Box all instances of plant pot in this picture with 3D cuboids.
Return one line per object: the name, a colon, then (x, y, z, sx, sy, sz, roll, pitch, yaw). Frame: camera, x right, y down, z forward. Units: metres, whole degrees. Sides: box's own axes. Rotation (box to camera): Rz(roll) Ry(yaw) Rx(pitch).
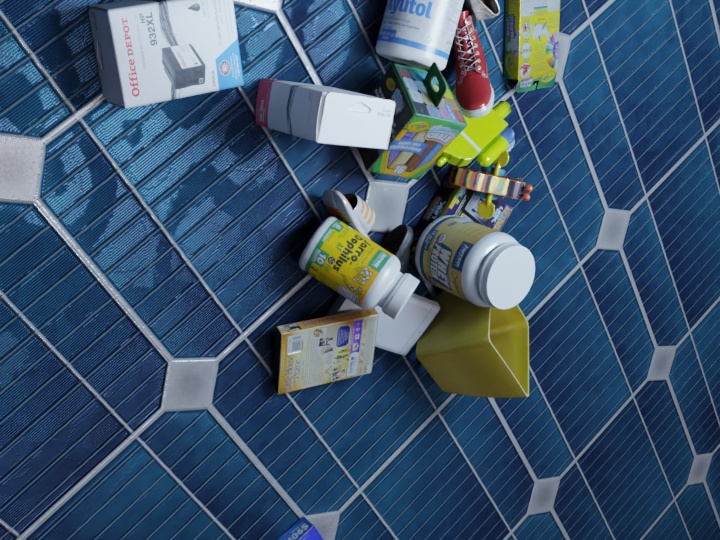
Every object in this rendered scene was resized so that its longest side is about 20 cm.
plant pot: (0.223, 0.142, 1.818, 0.200, 0.176, 0.200, 52, 33, -36)

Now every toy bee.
toy bee: (0.277, -0.173, 1.742, 0.200, 0.109, 0.131, -19, 117, -30)

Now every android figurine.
android figurine: (0.193, -0.275, 1.691, 0.182, 0.041, 0.200, 43, 67, 3)

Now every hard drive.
hard drive: (0.041, 0.088, 1.740, 0.200, 0.027, 0.132, 21, 116, -30)

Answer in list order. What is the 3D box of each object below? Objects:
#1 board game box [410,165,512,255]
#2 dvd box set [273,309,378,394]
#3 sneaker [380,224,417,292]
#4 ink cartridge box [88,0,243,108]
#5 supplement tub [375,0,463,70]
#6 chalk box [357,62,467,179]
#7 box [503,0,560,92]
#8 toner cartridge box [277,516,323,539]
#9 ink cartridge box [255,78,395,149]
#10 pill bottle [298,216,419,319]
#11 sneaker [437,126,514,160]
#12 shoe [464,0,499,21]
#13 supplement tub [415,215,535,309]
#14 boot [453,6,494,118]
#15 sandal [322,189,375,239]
board game box: (0.203, -0.088, 1.824, 0.165, 0.057, 0.200, 34, 85, -41)
dvd box set: (-0.066, 0.152, 1.690, 0.200, 0.029, 0.146, -11, 126, -24)
sneaker: (0.073, 0.012, 1.760, 0.104, 0.060, 0.200, 22, 101, -35)
ink cartridge box: (-0.290, -0.337, 1.349, 0.200, 0.084, 0.145, -19, 117, -30)
supplement tub: (0.112, -0.463, 1.571, 0.132, 0.132, 0.200, 7, 101, -38)
chalk box: (0.093, -0.273, 1.570, 0.124, 0.125, 0.200, 5, 144, -38)
box: (0.345, -0.464, 1.798, 0.117, 0.048, 0.200, -15, 113, -32)
toner cartridge box: (-0.161, 0.603, 1.814, 0.200, 0.043, 0.095, -39, 124, -19)
ink cartridge box: (-0.061, -0.259, 1.471, 0.146, 0.200, 0.083, 0, 106, -36)
pill bottle: (0.000, 0.000, 1.603, 0.200, 0.113, 0.113, 33, 81, 6)
sneaker: (0.227, -0.268, 1.761, 0.200, 0.079, 0.089, -12, 116, -33)
shoe: (0.204, -0.553, 1.656, 0.070, 0.053, 0.200, -45, 127, -15)
supplement tub: (0.216, -0.015, 1.693, 0.145, 0.200, 0.145, -14, 114, -33)
boot: (0.194, -0.385, 1.624, 0.072, 0.200, 0.144, -10, 140, 11)
sandal: (-0.002, -0.093, 1.662, 0.059, 0.079, 0.207, -48, 136, -14)
